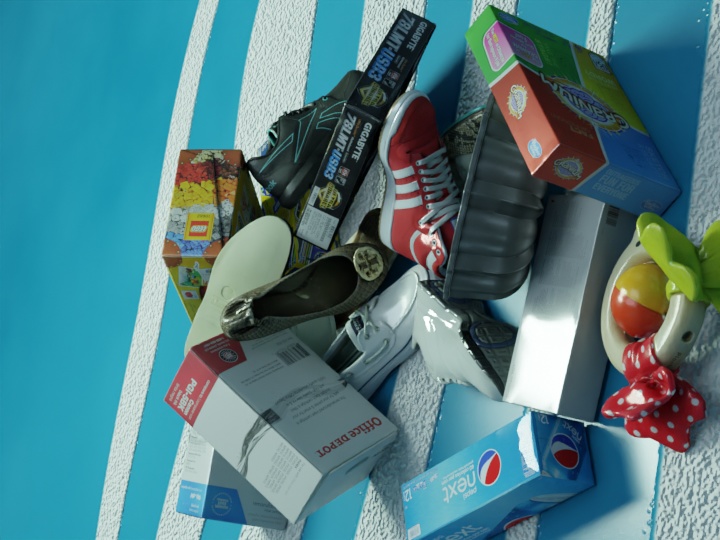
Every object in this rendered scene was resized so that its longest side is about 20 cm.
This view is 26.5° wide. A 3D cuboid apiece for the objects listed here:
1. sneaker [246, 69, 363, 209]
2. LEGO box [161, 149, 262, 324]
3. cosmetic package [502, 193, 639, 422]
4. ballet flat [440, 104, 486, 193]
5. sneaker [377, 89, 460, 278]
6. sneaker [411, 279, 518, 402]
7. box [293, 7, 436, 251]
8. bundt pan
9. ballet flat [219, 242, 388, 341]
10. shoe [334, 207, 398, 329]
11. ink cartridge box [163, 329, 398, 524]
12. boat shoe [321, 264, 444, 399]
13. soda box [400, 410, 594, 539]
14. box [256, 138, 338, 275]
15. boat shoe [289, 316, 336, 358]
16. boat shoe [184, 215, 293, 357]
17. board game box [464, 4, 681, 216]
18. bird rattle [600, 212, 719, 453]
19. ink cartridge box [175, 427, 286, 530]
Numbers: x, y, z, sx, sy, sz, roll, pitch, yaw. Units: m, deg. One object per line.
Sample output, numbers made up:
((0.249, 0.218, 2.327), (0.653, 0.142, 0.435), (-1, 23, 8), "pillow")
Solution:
((-0.058, -0.169, 1.796), (0.200, 0.079, 0.075), (-58, 4, -26), "sneaker")
((-0.166, -0.027, 1.809), (0.200, 0.077, 0.149), (77, -163, -58), "LEGO box")
((0.194, 0.033, 1.405), (0.082, 0.051, 0.201), (9, 84, 56), "cosmetic package")
((0.100, -0.118, 1.613), (0.200, 0.068, 0.076), (-18, 84, 58), "ballet flat")
((0.076, -0.081, 1.555), (0.112, 0.071, 0.200), (37, 143, 34), "sneaker")
((0.107, 0.082, 1.517), (0.200, 0.074, 0.087), (-127, 47, -59), "sneaker")
((0.004, -0.152, 1.652), (0.199, 0.050, 0.200), (-63, 1, 43), "box")
((0.136, -0.064, 1.446), (0.202, 0.076, 0.202), (13, -90, -85), "bundt pan")
((-0.056, 0.021, 1.616), (0.068, 0.200, 0.046), (66, 161, 8), "ballet flat")
((0.000, 0.000, 1.726), (0.070, 0.053, 0.200), (50, 130, 13), "shoe")
((-0.083, 0.153, 1.612), (0.200, 0.147, 0.083), (41, 123, 18), "ink cartridge box")
((0.016, 0.071, 1.648), (0.200, 0.067, 0.074), (-58, 36, 25), "boat shoe")
((0.124, 0.201, 1.426), (0.200, 0.068, 0.064), (-37, 49, 44), "soda box")
((-0.075, -0.073, 1.843), (0.064, 0.070, 0.200), (-38, 48, 41), "box")
((-0.066, 0.132, 1.736), (0.060, 0.072, 0.202), (-161, 74, -67), "boat shoe")
((-0.128, 0.024, 1.692), (0.074, 0.063, 0.202), (33, 110, 14), "boat shoe")
((0.191, -0.144, 1.390), (0.040, 0.153, 0.200), (-50, 40, 30), "board game box")
((0.258, 0.043, 1.297), (0.163, 0.112, 0.200), (-123, 42, -64), "bird rattle")
((-0.133, 0.193, 1.780), (0.068, 0.116, 0.201), (-2, 76, 56), "ink cartridge box")
